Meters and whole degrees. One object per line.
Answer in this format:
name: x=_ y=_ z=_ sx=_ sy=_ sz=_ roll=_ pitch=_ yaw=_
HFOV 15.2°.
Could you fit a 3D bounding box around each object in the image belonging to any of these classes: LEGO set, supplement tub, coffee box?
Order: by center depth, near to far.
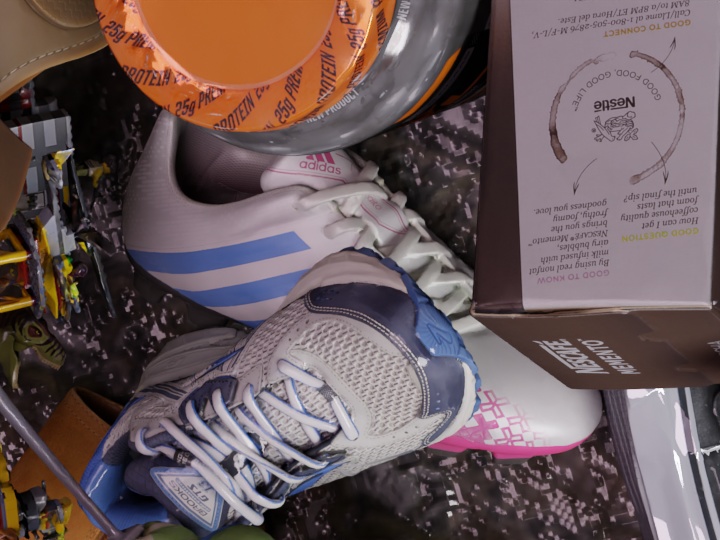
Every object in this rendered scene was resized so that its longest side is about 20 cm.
coffee box: x=0.094 y=-0.070 z=0.880 sx=0.079 sy=0.113 sz=0.202 roll=-1 pitch=75 yaw=20
supplement tub: x=-0.007 y=-0.105 z=0.899 sx=0.122 sy=0.200 sz=0.124 roll=4 pitch=101 yaw=20
LEGO set: x=-0.136 y=0.009 z=0.998 sx=0.115 sy=0.200 sz=0.155 roll=-13 pitch=112 yaw=-19

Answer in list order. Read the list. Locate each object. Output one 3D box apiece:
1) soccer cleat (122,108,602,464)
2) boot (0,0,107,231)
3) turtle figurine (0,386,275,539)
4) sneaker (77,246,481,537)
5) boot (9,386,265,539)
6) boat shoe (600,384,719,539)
soccer cleat: x=0.000 y=0.000 z=0.980 sx=0.199 sy=0.070 sz=0.087 roll=24 pitch=123 yaw=16
boot: x=-0.172 y=-0.081 z=0.933 sx=0.154 sy=0.201 sz=0.074 roll=-5 pitch=133 yaw=27
turtle figurine: x=-0.097 y=0.147 z=0.876 sx=0.198 sy=0.144 sz=0.195 roll=7 pitch=117 yaw=-7
sneaker: x=-0.033 y=0.058 z=0.933 sx=0.077 sy=0.085 sz=0.200 roll=50 pitch=145 yaw=-8
boot: x=-0.144 y=0.108 z=1.065 sx=0.200 sy=0.071 sz=0.145 roll=26 pitch=101 yaw=11
boat shoe: x=0.130 y=0.066 z=0.960 sx=0.070 sy=0.072 sz=0.202 roll=-15 pitch=93 yaw=-1
